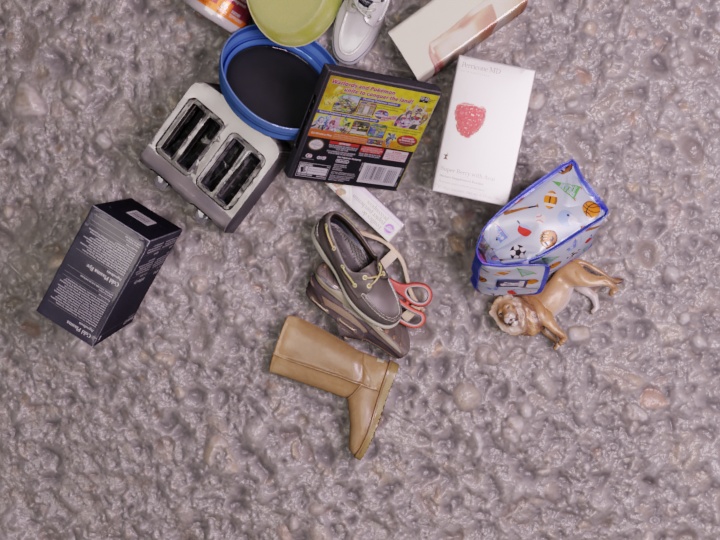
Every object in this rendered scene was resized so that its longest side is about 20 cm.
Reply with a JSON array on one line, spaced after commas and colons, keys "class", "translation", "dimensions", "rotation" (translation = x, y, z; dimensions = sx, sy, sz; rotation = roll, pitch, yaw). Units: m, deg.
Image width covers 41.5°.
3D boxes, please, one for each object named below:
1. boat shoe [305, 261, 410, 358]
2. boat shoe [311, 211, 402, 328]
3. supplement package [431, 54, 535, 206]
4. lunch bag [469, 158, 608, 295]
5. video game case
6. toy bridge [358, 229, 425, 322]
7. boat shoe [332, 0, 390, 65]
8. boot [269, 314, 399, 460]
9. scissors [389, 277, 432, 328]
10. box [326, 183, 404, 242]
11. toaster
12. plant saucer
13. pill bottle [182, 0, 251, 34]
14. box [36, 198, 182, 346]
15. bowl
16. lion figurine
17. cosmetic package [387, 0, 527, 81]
[{"class": "boat shoe", "translation": [-0.005, 0.071, 1.522], "dimensions": [0.200, 0.075, 0.073], "rotation": [44, 124, -4]}, {"class": "boat shoe", "translation": [0.000, 0.000, 1.459], "dimensions": [0.071, 0.061, 0.202], "rotation": [-37, 89, -28]}, {"class": "supplement package", "translation": [0.184, -0.210, 1.441], "dimensions": [0.119, 0.120, 0.204], "rotation": [11, 97, 4]}, {"class": "lunch bag", "translation": [0.253, -0.043, 1.404], "dimensions": [0.198, 0.170, 0.125], "rotation": [-31, 74, -5]}, {"class": "video game case", "translation": [0.003, -0.208, 1.415], "dimensions": [0.197, 0.026, 0.183], "rotation": [4, 128, -31]}, {"class": "toy bridge", "translation": [0.035, -0.009, 1.522], "dimensions": [0.067, 0.027, 0.200], "rotation": [-43, 93, 7]}, {"class": "boat shoe", "translation": [0.008, -0.416, 1.458], "dimensions": [0.072, 0.067, 0.203], "rotation": [23, 98, 2]}, {"class": "boot", "translation": [-0.054, 0.189, 1.538], "dimensions": [0.197, 0.066, 0.178], "rotation": [21, 90, 3]}, {"class": "scissors", "translation": [0.024, 0.018, 1.504], "dimensions": [0.198, 0.014, 0.074], "rotation": [30, 97, -1]}, {"class": "box", "translation": [-0.014, -0.127, 1.507], "dimensions": [0.200, 0.041, 0.039], "rotation": [43, 98, 0]}, {"class": "toaster", "translation": [-0.217, -0.181, 1.478], "dimensions": [0.180, 0.119, 0.201], "rotation": [40, 98, -1]}, {"class": "plant saucer", "translation": [-0.103, -0.441, 1.426], "dimensions": [0.031, 0.198, 0.204], "rotation": [23, 100, 41]}, {"class": "pill bottle", "translation": [-0.181, -0.471, 1.447], "dimensions": [0.108, 0.110, 0.202], "rotation": [31, 98, 1]}, {"class": "box", "translation": [-0.383, -0.003, 1.470], "dimensions": [0.103, 0.200, 0.184], "rotation": [30, 97, -1]}, {"class": "bowl", "translation": [-0.120, -0.284, 1.439], "dimensions": [0.197, 0.039, 0.204], "rotation": [12, 57, -19]}, {"class": "lion figurine", "translation": [0.306, 0.041, 1.492], "dimensions": [0.199, 0.073, 0.123], "rotation": [-41, 79, -6]}, {"class": "cosmetic package", "translation": [0.146, -0.375, 1.435], "dimensions": [0.198, 0.103, 0.088], "rotation": [-34, 92, 9]}]
